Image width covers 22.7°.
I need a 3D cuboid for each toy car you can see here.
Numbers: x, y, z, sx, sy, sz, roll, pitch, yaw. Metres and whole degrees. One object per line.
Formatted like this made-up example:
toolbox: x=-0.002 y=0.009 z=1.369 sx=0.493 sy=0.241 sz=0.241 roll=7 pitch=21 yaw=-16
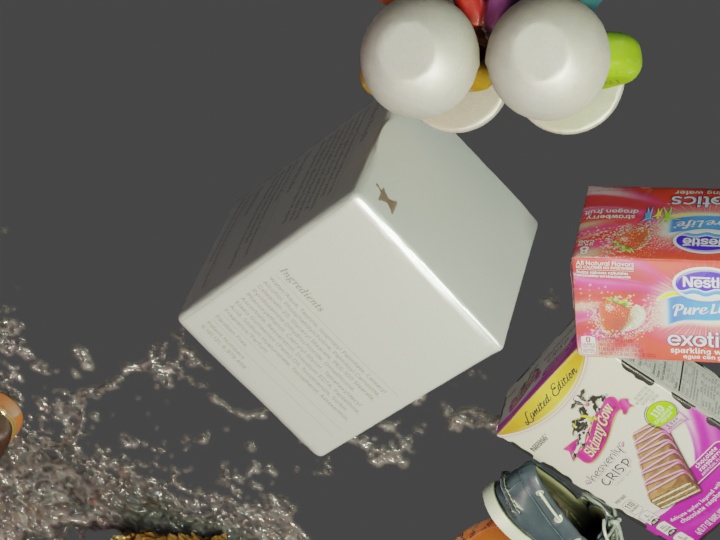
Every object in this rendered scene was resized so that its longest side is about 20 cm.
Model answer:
toy car: x=0.097 y=-0.175 z=1.246 sx=0.197 sy=0.175 sz=0.152 roll=2 pitch=89 yaw=15

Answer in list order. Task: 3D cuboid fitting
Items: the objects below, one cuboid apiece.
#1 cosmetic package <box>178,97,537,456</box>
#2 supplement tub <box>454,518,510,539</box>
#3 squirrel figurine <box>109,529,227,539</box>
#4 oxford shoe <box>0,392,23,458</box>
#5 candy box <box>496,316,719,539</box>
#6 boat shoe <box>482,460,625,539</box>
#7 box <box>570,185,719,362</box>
cosmetic package: x=0.000 y=0.000 z=1.375 sx=0.199 sy=0.168 sz=0.166 roll=-33 pitch=110 yaw=34
supplement tub: x=0.146 y=0.325 z=1.598 sx=0.121 sy=0.123 sz=0.201 roll=-9 pitch=122 yaw=22
squirrel figurine: x=-0.197 y=0.327 z=1.715 sx=0.185 sy=0.141 sz=0.202 roll=9 pitch=114 yaw=22
oxford shoe: x=-0.389 y=0.193 z=1.689 sx=0.071 sy=0.073 sz=0.200 roll=32 pitch=128 yaw=-9
candy box: x=0.231 y=0.130 z=1.470 sx=0.199 sy=0.061 sz=0.137 roll=32 pitch=128 yaw=-7
boat shoe: x=0.188 y=0.220 z=1.529 sx=0.062 sy=0.075 sz=0.199 roll=-39 pitch=122 yaw=24
box: x=0.262 y=0.003 z=1.344 sx=0.197 sy=0.100 sz=0.096 roll=2 pitch=126 yaw=15
